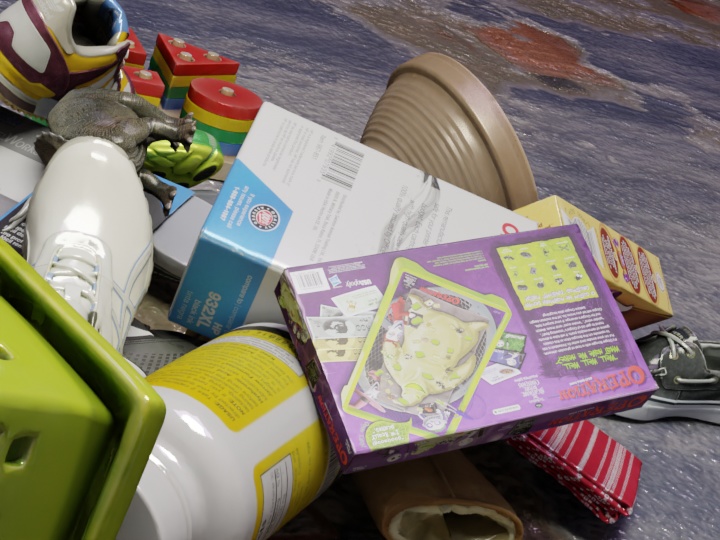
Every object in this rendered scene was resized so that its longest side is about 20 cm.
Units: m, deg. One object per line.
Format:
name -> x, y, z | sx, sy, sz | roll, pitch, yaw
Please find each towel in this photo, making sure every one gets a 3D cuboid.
towel -> 0.105, 0.094, 1.086 | 0.200, 0.023, 0.145 | 36, 13, 7

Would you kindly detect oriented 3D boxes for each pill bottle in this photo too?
pill bottle -> -0.089, 0.105, 0.851 | 0.111, 0.112, 0.200 | 27, 23, 17

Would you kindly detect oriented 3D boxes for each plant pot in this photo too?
plant pot -> 0.058, -0.073, 1.332 | 0.093, 0.201, 0.201 | -28, 43, -20
plant pot -> -0.213, 0.084, 0.698 | 0.181, 0.199, 0.200 | 5, 25, -48

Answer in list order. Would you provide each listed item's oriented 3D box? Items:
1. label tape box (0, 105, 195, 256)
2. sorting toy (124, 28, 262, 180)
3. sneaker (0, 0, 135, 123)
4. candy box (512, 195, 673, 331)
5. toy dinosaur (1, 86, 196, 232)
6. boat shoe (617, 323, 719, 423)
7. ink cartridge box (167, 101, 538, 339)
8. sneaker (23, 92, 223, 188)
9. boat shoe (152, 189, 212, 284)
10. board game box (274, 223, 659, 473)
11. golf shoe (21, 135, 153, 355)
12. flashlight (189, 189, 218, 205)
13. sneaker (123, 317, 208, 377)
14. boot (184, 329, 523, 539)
label tape box -> -0.224, -0.055, 1.088 | 0.144, 0.063, 0.200 | 24, 42, 16
sorting toy -> -0.185, -0.163, 1.445 | 0.198, 0.070, 0.200 | 9, 24, -25
sneaker -> -0.189, -0.148, 1.106 | 0.075, 0.090, 0.200 | 59, 13, 8
candy box -> 0.142, 0.010, 1.176 | 0.200, 0.116, 0.057 | 20, 55, -56
toy dinosaur -> -0.164, -0.090, 1.028 | 0.102, 0.077, 0.200 | 15, 33, -14
boat shoe -> 0.245, 0.074, 1.250 | 0.199, 0.071, 0.072 | 7, 26, -28
ink cartridge box -> 0.000, 0.000, 0.994 | 0.200, 0.084, 0.145 | 24, 41, -3
sneaker -> -0.191, -0.114, 1.237 | 0.200, 0.084, 0.074 | 12, -16, 31
boat shoe -> -0.162, -0.029, 1.166 | 0.200, 0.057, 0.069 | 29, 43, 21
board game box -> 0.062, 0.040, 0.905 | 0.199, 0.032, 0.120 | -8, 57, -26
golf shoe -> -0.155, 0.019, 0.875 | 0.078, 0.201, 0.097 | 7, -9, -10
flashlight -> -0.066, -0.036, 1.256 | 0.200, 0.068, 0.068 | 2, 31, -39
sneaker -> -0.174, 0.030, 0.953 | 0.199, 0.091, 0.066 | 6, 6, -17
boot -> -0.009, 0.100, 0.993 | 0.175, 0.066, 0.200 | 8, 26, -26
